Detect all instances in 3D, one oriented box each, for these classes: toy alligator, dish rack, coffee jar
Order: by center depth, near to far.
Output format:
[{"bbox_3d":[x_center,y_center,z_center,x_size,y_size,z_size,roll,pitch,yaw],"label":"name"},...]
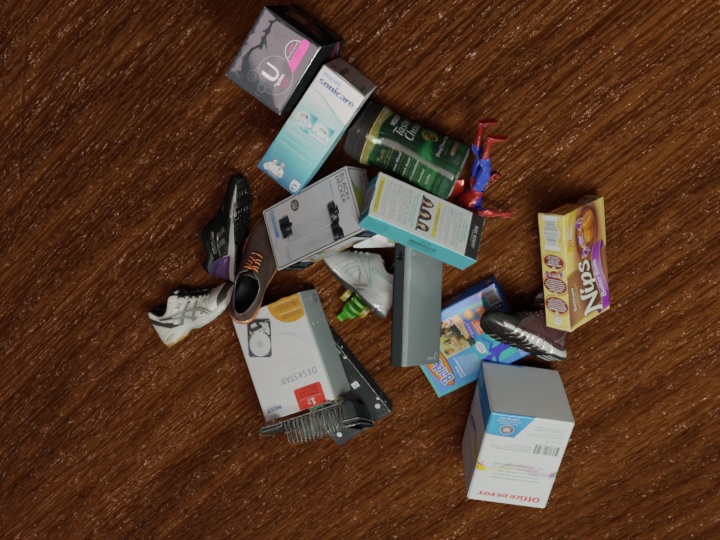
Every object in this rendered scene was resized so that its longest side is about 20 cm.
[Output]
[{"bbox_3d":[0.075,-0.200,1.238,0.198,0.105,0.086,25,137,3],"label":"coffee jar"},{"bbox_3d":[0.021,0.031,1.360,0.059,0.054,0.200,43,111,-7],"label":"toy alligator"},{"bbox_3d":[-0.083,0.285,1.376,0.197,0.153,0.055,-18,73,8],"label":"dish rack"}]

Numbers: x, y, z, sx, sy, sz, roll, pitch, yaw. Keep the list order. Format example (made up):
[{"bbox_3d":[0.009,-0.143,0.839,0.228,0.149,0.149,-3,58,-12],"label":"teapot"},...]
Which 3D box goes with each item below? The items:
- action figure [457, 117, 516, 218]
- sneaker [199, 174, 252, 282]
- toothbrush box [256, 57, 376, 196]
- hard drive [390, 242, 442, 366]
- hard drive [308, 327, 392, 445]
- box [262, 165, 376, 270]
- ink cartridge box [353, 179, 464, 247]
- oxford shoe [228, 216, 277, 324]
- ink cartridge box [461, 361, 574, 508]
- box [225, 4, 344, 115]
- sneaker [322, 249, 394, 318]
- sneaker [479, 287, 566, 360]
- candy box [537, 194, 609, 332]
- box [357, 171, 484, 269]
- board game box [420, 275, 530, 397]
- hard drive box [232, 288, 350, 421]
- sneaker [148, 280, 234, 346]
[{"bbox_3d":[0.220,-0.153,1.242,0.097,0.066,0.202,-4,138,-16],"label":"action figure"},{"bbox_3d":[-0.253,-0.078,1.362,0.086,0.076,0.203,13,111,11],"label":"sneaker"},{"bbox_3d":[-0.070,-0.240,1.232,0.085,0.147,0.201,35,110,-5],"label":"toothbrush box"},{"bbox_3d":[0.097,0.060,1.279,0.032,0.139,0.204,1,87,31],"label":"hard drive"},{"bbox_3d":[-0.049,0.227,1.451,0.139,0.038,0.201,-36,101,19],"label":"hard drive"},{"bbox_3d":[-0.067,-0.086,1.283,0.198,0.060,0.118,-22,78,33],"label":"box"},{"bbox_3d":[0.083,-0.100,1.305,0.197,0.050,0.111,0,108,11],"label":"ink cartridge box"},{"bbox_3d":[-0.185,-0.005,1.336,0.070,0.073,0.203,13,78,-4],"label":"oxford shoe"},{"bbox_3d":[0.273,0.293,1.336,0.144,0.147,0.203,8,120,-2],"label":"ink cartridge box"},{"bbox_3d":[-0.112,-0.336,1.176,0.105,0.200,0.123,35,112,-3],"label":"box"},{"bbox_3d":[0.000,0.000,1.323,0.080,0.071,0.200,-46,59,-7],"label":"sneaker"},{"bbox_3d":[0.288,0.075,1.295,0.199,0.075,0.117,27,71,-34],"label":"sneaker"},{"bbox_3d":[0.358,-0.013,1.251,0.056,0.116,0.203,11,117,50],"label":"candy box"},{"bbox_3d":[0.100,-0.079,1.212,0.198,0.083,0.049,22,156,-15],"label":"box"},{"bbox_3d":[0.192,0.123,1.368,0.198,0.045,0.153,-28,103,17],"label":"board game box"},{"bbox_3d":[-0.127,0.155,1.383,0.154,0.077,0.203,-22,86,21],"label":"hard drive box"},{"bbox_3d":[-0.323,0.065,1.421,0.199,0.076,0.088,-32,102,18],"label":"sneaker"}]
